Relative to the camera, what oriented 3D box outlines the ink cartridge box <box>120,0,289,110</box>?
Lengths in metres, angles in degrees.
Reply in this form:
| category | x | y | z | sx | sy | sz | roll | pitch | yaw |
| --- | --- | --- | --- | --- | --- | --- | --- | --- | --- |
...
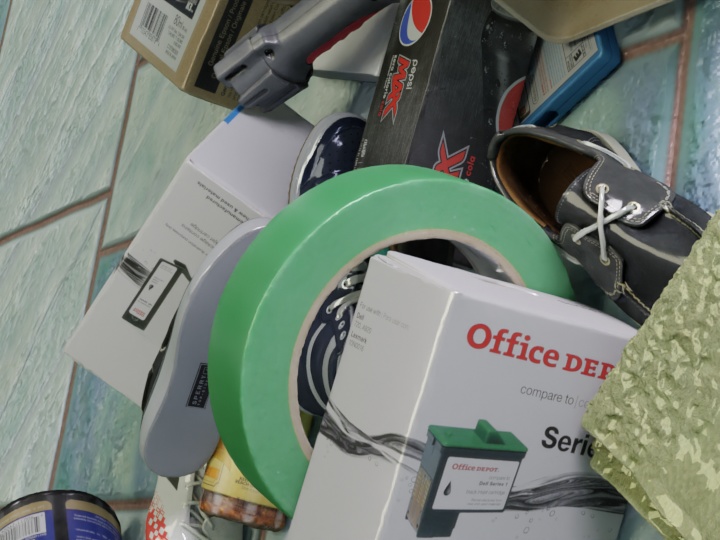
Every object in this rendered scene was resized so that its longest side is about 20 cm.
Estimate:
| category | x | y | z | sx | sy | sz | roll | pitch | yaw |
| --- | --- | --- | --- | --- | --- | --- | --- | --- | --- |
| ink cartridge box | -0.120 | -0.239 | 1.383 | 0.200 | 0.075 | 0.165 | 40 | 111 | 59 |

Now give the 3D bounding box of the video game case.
| category | x | y | z | sx | sy | sz | roll | pitch | yaw |
| --- | --- | --- | --- | --- | --- | --- | --- | --- | --- |
| video game case | 0.083 | -0.125 | 1.032 | 0.200 | 0.018 | 0.143 | -44 | 40 | 40 |

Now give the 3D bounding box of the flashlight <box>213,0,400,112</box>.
| category | x | y | z | sx | sy | sz | roll | pitch | yaw |
| --- | --- | --- | --- | --- | --- | --- | --- | --- | --- |
| flashlight | -0.005 | -0.178 | 1.116 | 0.200 | 0.068 | 0.068 | -34 | 15 | 31 |

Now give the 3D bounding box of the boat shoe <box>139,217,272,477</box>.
| category | x | y | z | sx | sy | sz | roll | pitch | yaw |
| --- | --- | --- | --- | --- | --- | --- | --- | --- | --- |
| boat shoe | -0.100 | 0.044 | 1.070 | 0.200 | 0.068 | 0.057 | -63 | 27 | 23 |

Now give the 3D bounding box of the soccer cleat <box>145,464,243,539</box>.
| category | x | y | z | sx | sy | sz | roll | pitch | yaw |
| --- | --- | --- | --- | --- | --- | --- | --- | --- | --- |
| soccer cleat | -0.111 | 0.148 | 1.164 | 0.085 | 0.068 | 0.200 | -52 | 30 | 38 |

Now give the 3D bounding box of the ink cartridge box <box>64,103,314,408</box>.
| category | x | y | z | sx | sy | sz | roll | pitch | yaw |
| --- | --- | --- | --- | --- | --- | --- | --- | --- | --- |
| ink cartridge box | -0.114 | -0.016 | 1.183 | 0.200 | 0.084 | 0.146 | -53 | 3 | 33 |

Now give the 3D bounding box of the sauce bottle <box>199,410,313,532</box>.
| category | x | y | z | sx | sy | sz | roll | pitch | yaw |
| --- | --- | --- | --- | --- | --- | --- | --- | --- | --- |
| sauce bottle | -0.058 | 0.075 | 1.116 | 0.066 | 0.066 | 0.201 | -1 | 72 | 59 |

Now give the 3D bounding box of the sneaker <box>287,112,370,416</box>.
| category | x | y | z | sx | sy | sz | roll | pitch | yaw |
| --- | --- | --- | --- | --- | --- | --- | --- | --- | --- |
| sneaker | 0.000 | 0.000 | 1.039 | 0.108 | 0.070 | 0.201 | 13 | 97 | 64 |

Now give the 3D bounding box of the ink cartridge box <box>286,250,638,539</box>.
| category | x | y | z | sx | sy | sz | roll | pitch | yaw |
| --- | --- | --- | --- | --- | --- | --- | --- | --- | --- |
| ink cartridge box | 0.054 | 0.106 | 0.812 | 0.084 | 0.146 | 0.201 | 24 | 99 | 59 |

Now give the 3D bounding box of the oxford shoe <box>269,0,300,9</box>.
| category | x | y | z | sx | sy | sz | roll | pitch | yaw |
| --- | --- | --- | --- | --- | --- | --- | --- | --- | --- |
| oxford shoe | -0.026 | -0.288 | 1.194 | 0.070 | 0.075 | 0.201 | 28 | 99 | 60 |

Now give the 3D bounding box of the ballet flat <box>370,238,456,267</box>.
| category | x | y | z | sx | sy | sz | roll | pitch | yaw |
| --- | --- | --- | --- | --- | --- | --- | --- | --- | --- |
| ballet flat | 0.047 | 0.040 | 0.928 | 0.068 | 0.068 | 0.201 | -126 | 25 | -58 |

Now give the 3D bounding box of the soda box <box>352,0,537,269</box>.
| category | x | y | z | sx | sy | sz | roll | pitch | yaw |
| --- | --- | --- | --- | --- | --- | --- | --- | --- | --- |
| soda box | 0.052 | -0.105 | 0.980 | 0.063 | 0.071 | 0.201 | 8 | 81 | 61 |

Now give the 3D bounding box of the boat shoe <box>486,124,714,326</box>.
| category | x | y | z | sx | sy | sz | roll | pitch | yaw |
| --- | --- | --- | --- | --- | --- | --- | --- | --- | --- |
| boat shoe | 0.132 | -0.019 | 0.841 | 0.072 | 0.067 | 0.200 | -62 | 35 | 17 |

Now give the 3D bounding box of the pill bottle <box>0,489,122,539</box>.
| category | x | y | z | sx | sy | sz | roll | pitch | yaw |
| --- | --- | --- | --- | --- | --- | --- | --- | --- | --- |
| pill bottle | -0.229 | 0.275 | 1.248 | 0.112 | 0.112 | 0.200 | -53 | 34 | 30 |

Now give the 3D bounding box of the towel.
| category | x | y | z | sx | sy | sz | roll | pitch | yaw |
| --- | --- | --- | --- | --- | --- | --- | --- | --- | --- |
| towel | 0.187 | 0.046 | 0.715 | 0.148 | 0.036 | 0.200 | 46 | 118 | 40 |

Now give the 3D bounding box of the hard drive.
| category | x | y | z | sx | sy | sz | roll | pitch | yaw |
| --- | --- | --- | --- | --- | --- | --- | --- | --- | --- |
| hard drive | 0.019 | -0.237 | 1.193 | 0.132 | 0.027 | 0.201 | 17 | 88 | 60 |

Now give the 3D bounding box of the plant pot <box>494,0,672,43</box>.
| category | x | y | z | sx | sy | sz | roll | pitch | yaw |
| --- | --- | --- | --- | --- | --- | --- | --- | --- | --- |
| plant pot | 0.126 | -0.270 | 0.864 | 0.200 | 0.200 | 0.178 | -15 | 50 | 50 |

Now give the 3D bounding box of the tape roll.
| category | x | y | z | sx | sy | sz | roll | pitch | yaw |
| --- | --- | --- | --- | --- | --- | --- | --- | --- | --- |
| tape roll | 0.020 | 0.047 | 0.857 | 0.048 | 0.200 | 0.201 | 24 | 96 | 60 |
